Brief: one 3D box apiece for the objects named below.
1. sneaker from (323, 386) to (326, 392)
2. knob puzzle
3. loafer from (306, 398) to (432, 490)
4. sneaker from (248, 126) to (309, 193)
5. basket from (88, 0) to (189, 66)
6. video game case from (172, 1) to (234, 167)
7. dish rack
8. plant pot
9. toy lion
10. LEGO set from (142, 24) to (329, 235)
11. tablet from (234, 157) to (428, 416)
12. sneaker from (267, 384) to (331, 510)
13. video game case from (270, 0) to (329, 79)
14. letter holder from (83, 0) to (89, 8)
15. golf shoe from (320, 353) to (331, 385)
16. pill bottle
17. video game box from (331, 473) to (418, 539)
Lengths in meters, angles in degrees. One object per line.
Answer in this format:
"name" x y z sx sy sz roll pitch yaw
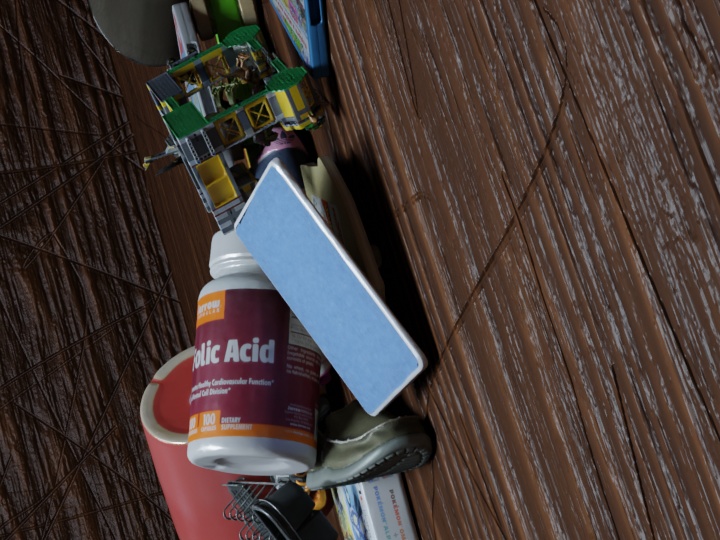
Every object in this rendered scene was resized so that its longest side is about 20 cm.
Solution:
"sneaker" -0.094 0.088 1.714 0.075 0.088 0.202 -127 20 -60
"knob puzzle" 0.000 0.000 1.290 0.220 0.030 0.223 166 90 -79
"loafer" -0.003 0.145 1.322 0.200 0.074 0.071 -29 70 62
"sneaker" -0.082 -0.089 1.517 0.200 0.069 0.083 159 104 -73
"basket" -0.252 -0.363 1.830 0.200 0.135 0.182 128 122 -72
"video game case" -0.150 -0.143 1.522 0.144 0.017 0.202 89 165 -59
"dish rack" -0.070 0.267 1.494 0.154 0.054 0.199 55 155 -12
"plant pot" -0.138 0.185 1.645 0.201 0.199 0.178 -118 3 -49
"toy lion" -0.120 -0.182 1.603 0.192 0.068 0.203 152 104 -86
"LEGO set" -0.102 -0.118 1.347 0.200 0.153 0.117 36 154 55
"tablet" -0.026 0.016 1.229 0.201 0.014 0.130 53 151 8
"sneaker" -0.054 0.174 1.478 0.078 0.078 0.200 59 166 20
"video game case" -0.060 -0.279 1.266 0.144 0.018 0.202 -117 17 -47
"letter holder" -0.464 -0.561 2.701 0.201 0.099 0.144 -120 17 -54
"golf shoe" -0.055 0.053 1.574 0.092 0.075 0.201 47 156 20
"pill bottle" -0.090 0.070 1.349 0.114 0.113 0.203 113 160 -72
"video game box" 0.009 0.227 1.500 0.200 0.046 0.185 148 110 -78
